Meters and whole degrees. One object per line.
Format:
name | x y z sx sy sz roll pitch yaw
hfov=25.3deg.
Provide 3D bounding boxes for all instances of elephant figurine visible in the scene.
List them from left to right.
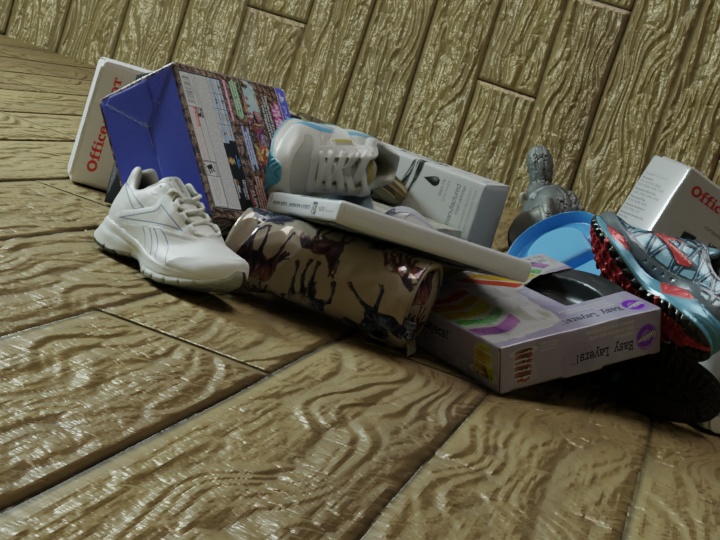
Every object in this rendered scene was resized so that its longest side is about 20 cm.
elephant figurine | 0.225 -0.038 1.902 0.155 0.201 0.141 21 8 22

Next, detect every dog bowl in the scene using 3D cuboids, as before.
dog bowl | 0.226 0.011 1.704 0.050 0.111 0.200 60 6 -31

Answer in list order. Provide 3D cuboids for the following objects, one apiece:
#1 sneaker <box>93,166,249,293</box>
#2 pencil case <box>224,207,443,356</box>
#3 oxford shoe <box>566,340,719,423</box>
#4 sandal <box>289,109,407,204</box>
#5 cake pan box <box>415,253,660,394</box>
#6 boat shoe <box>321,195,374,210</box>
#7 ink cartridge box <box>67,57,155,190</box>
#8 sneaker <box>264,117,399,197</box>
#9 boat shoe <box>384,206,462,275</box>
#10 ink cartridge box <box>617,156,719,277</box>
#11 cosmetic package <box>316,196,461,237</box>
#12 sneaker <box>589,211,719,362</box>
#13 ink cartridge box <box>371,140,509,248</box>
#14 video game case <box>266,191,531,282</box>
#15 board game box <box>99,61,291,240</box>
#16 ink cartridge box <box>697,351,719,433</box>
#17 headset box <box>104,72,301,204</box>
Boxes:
sneaker | -0.168 -0.036 1.433 0.074 0.087 0.200 11 11 -47
pencil case | -0.030 0.007 1.450 0.199 0.090 0.078 18 4 14
oxford shoe | 0.269 0.094 1.570 0.200 0.073 0.084 22 7 28
sandal | -0.034 -0.127 1.863 0.200 0.054 0.080 37 18 17
cake pan box | 0.155 0.046 1.507 0.199 0.052 0.184 -11 25 -29
boat shoe | 0.000 0.000 1.642 0.071 0.091 0.201 -7 38 -1
ink cartridge box | -0.230 -0.154 1.882 0.199 0.147 0.083 16 7 -16
sneaker | -0.030 -0.109 1.605 0.081 0.077 0.200 18 17 23
boat shoe | 0.105 0.011 1.695 0.202 0.075 0.086 39 15 -23
ink cartridge box | 0.346 -0.005 1.789 0.146 0.200 0.084 32 1 -24
cosmetic package | 0.000 -0.040 1.831 0.200 0.088 0.103 23 10 26
sneaker | 0.299 0.006 1.538 0.095 0.079 0.200 -27 50 -16
ink cartridge box | 0.056 -0.063 1.906 0.200 0.146 0.084 20 10 24
video game case | 0.032 -0.032 1.490 0.199 0.023 0.182 18 -2 -24
board game box | -0.147 -0.105 1.605 0.097 0.160 0.200 -21 -13 27
ink cartridge box | 0.365 0.106 1.655 0.146 0.083 0.200 15 8 -27
headset box | -0.164 -0.120 1.768 0.199 0.149 0.075 16 -1 -22
